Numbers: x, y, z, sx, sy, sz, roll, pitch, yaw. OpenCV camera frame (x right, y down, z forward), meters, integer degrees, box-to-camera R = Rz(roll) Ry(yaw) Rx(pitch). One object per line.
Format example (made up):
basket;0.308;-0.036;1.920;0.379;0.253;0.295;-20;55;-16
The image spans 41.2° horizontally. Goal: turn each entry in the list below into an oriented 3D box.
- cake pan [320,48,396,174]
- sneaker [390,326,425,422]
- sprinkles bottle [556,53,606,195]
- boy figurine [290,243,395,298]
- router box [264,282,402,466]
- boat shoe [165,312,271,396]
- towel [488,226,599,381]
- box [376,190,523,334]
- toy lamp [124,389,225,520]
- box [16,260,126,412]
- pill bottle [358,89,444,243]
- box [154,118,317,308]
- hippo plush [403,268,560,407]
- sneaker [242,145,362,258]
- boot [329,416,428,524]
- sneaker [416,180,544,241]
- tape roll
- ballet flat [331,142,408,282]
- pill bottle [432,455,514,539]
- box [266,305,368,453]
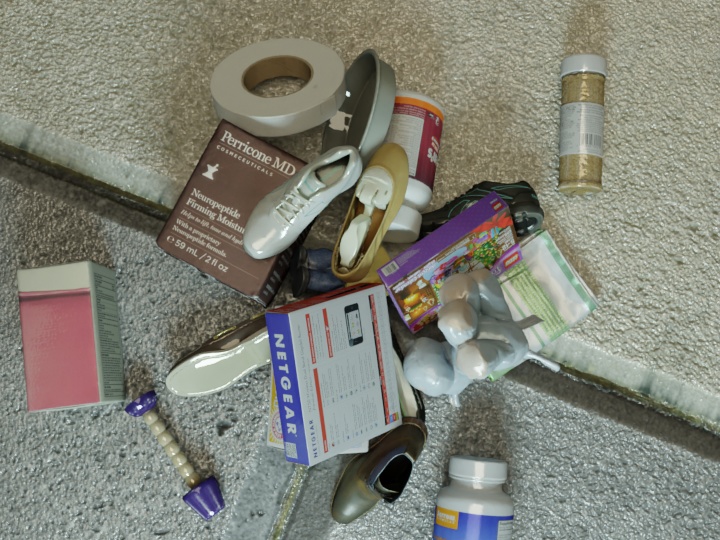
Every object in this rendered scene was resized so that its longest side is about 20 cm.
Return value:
cake pan;-0.003;-0.215;1.374;0.036;0.200;0.202;16;84;-20
sneaker;0.021;0.144;1.391;0.088;0.077;0.201;-24;82;7
sprinkles bottle;0.329;-0.216;1.422;0.068;0.068;0.202;3;84;1
boy figurine;0.000;0.000;1.383;0.198;0.065;0.125;2;53;-21
router box;-0.031;0.131;1.262;0.049;0.179;0.202;0;100;45
boat shoe;-0.192;0.119;1.400;0.199;0.060;0.072;-26;124;2
towel;0.234;0.049;1.415;0.199;0.031;0.150;-36;84;-3
box;0.130;-0.008;1.351;0.199;0.137;0.039;-34;54;-3
toy lamp;-0.265;0.269;1.388;0.058;0.058;0.201;-34;83;-3
box;-0.412;0.096;1.371;0.108;0.128;0.202;-7;83;1
pill bottle;0.055;-0.149;1.386;0.109;0.110;0.202;9;75;2
box;-0.164;-0.075;1.367;0.165;0.164;0.201;27;85;4
hippo plush;0.141;0.098;1.351;0.160;0.199;0.161;-33;65;40
sneaker;-0.079;-0.096;1.248;0.200;0.080;0.070;-44;90;-4
boot;0.016;0.295;1.338;0.075;0.097;0.200;37;105;-2
sneaker;0.169;-0.084;1.421;0.198;0.076;0.080;-8;56;5
tape roll;-0.118;-0.269;1.394;0.201;0.037;0.204;-3;45;3
ballet flat;0.012;-0.076;1.289;0.068;0.063;0.202;21;99;20
pill bottle;0.157;0.365;1.341;0.111;0.112;0.202;5;84;1
box;-0.055;0.153;1.346;0.101;0.112;0.202;0;87;45
